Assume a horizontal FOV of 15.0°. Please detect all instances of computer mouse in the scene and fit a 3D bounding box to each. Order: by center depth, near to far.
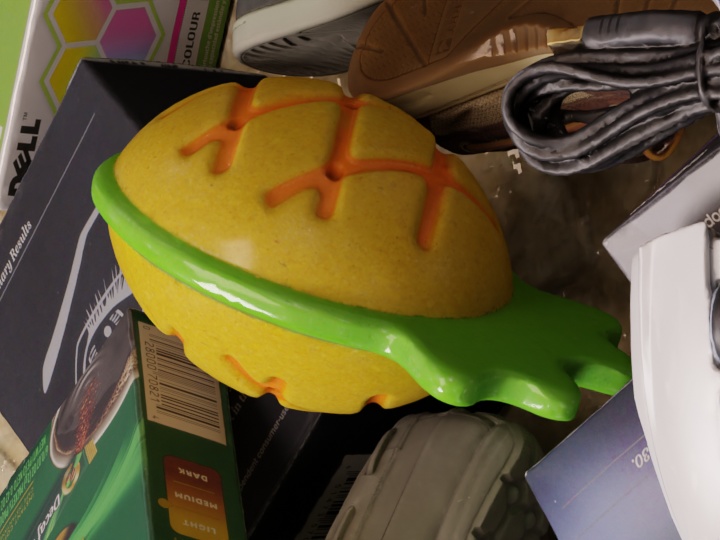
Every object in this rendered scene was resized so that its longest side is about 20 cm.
[{"bbox_3d":[0.106,0.024,0.731,0.109,0.044,0.201,-3,117,33],"label":"computer mouse"}]

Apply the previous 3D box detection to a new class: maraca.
[{"bbox_3d":[0.000,0.000,0.919,0.199,0.137,0.108,27,115,26],"label":"maraca"}]

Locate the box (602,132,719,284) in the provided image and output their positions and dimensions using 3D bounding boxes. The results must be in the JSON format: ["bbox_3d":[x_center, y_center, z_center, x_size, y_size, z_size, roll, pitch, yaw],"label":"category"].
[{"bbox_3d":[0.166,-0.072,0.796,0.036,0.200,0.143,49,131,-1],"label":"box"}]

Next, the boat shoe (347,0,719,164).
[{"bbox_3d":[0.087,-0.074,0.927,0.199,0.072,0.072,-13,47,41],"label":"boat shoe"}]

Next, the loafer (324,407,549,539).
[{"bbox_3d":[-0.003,0.131,0.940,0.070,0.200,0.070,10,141,35],"label":"loafer"}]

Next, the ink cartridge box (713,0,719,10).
[{"bbox_3d":[0.113,-0.172,0.892,0.094,0.044,0.200,-27,43,-1],"label":"ink cartridge box"}]

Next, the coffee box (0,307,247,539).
[{"bbox_3d":[-0.085,0.121,0.953,0.123,0.044,0.201,-53,29,30],"label":"coffee box"}]

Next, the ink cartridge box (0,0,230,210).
[{"bbox_3d":[-0.155,-0.103,1.122,0.076,0.199,0.149,25,107,43],"label":"ink cartridge box"}]

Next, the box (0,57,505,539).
[{"bbox_3d":[-0.055,0.032,1.085,0.200,0.104,0.148,51,123,34],"label":"box"}]

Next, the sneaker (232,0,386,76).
[{"bbox_3d":[0.025,-0.145,1.030,0.199,0.075,0.107,-11,75,41],"label":"sneaker"}]

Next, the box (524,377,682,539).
[{"bbox_3d":[0.186,0.088,0.828,0.200,0.123,0.199,-46,60,35],"label":"box"}]
